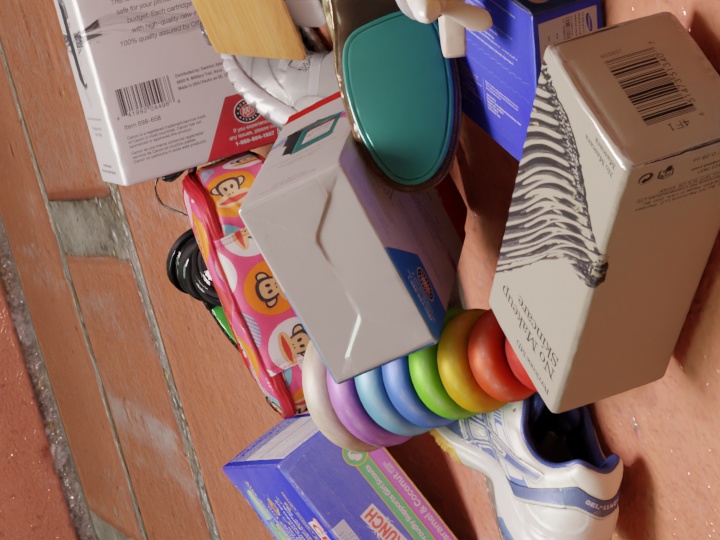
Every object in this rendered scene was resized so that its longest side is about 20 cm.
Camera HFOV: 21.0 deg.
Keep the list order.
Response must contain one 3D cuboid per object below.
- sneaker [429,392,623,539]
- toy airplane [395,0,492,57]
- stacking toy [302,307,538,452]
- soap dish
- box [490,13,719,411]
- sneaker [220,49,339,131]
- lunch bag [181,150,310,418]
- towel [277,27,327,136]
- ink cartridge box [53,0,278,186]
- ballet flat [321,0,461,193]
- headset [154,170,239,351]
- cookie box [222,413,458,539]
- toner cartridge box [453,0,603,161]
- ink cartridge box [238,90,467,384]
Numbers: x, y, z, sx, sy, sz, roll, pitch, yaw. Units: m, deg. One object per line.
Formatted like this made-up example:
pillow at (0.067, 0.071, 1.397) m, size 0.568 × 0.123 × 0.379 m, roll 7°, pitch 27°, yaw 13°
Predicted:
sneaker at (0.100, 0.089, 1.158) m, size 0.200 × 0.075 × 0.089 m, roll 52°, pitch 136°, yaw 45°
toy airplane at (0.035, -0.217, 0.912) m, size 0.199 × 0.140 × 0.201 m, roll 139°, pitch 112°, yaw -72°
stacking toy at (0.059, 0.054, 1.112) m, size 0.199 × 0.085 × 0.086 m, roll -12°, pitch 96°, yaw 46°
soap dish at (-0.091, -0.249, 1.254) m, size 0.158 × 0.081 × 0.201 m, roll 66°, pitch -173°, yaw -49°
box at (0.120, -0.023, 0.936) m, size 0.201 × 0.068 × 0.082 m, roll 97°, pitch 150°, yaw -52°
sneaker at (-0.018, -0.116, 1.280) m, size 0.200 × 0.082 × 0.075 m, roll 41°, pitch -178°, yaw 42°
lunch bag at (-0.075, 0.005, 1.536) m, size 0.176 × 0.081 × 0.201 m, roll -133°, pitch 21°, yaw -76°
towel at (-0.019, -0.060, 1.403) m, size 0.193 × 0.034 × 0.200 m, roll 92°, pitch 153°, yaw -46°
ink cartridge box at (-0.151, -0.182, 1.503) m, size 0.084 × 0.143 × 0.201 m, roll -165°, pitch 59°, yaw -69°
ballet flat at (0.009, -0.139, 1.067) m, size 0.072 × 0.067 × 0.201 m, roll 24°, pitch -134°, yaw -87°
headset at (-0.117, -0.013, 1.724) m, size 0.201 × 0.094 × 0.123 m, roll 61°, pitch 161°, yaw -14°
cookie box at (-0.007, 0.192, 1.461) m, size 0.172 × 0.075 × 0.200 m, roll 53°, pitch 164°, yaw -5°
toner cartridge box at (0.065, -0.137, 1.059) m, size 0.200 × 0.043 × 0.096 m, roll -132°, pitch 30°, yaw -52°
ink cartridge box at (0.002, -0.035, 1.124) m, size 0.117 × 0.067 × 0.200 m, roll 61°, pitch -162°, yaw -16°
